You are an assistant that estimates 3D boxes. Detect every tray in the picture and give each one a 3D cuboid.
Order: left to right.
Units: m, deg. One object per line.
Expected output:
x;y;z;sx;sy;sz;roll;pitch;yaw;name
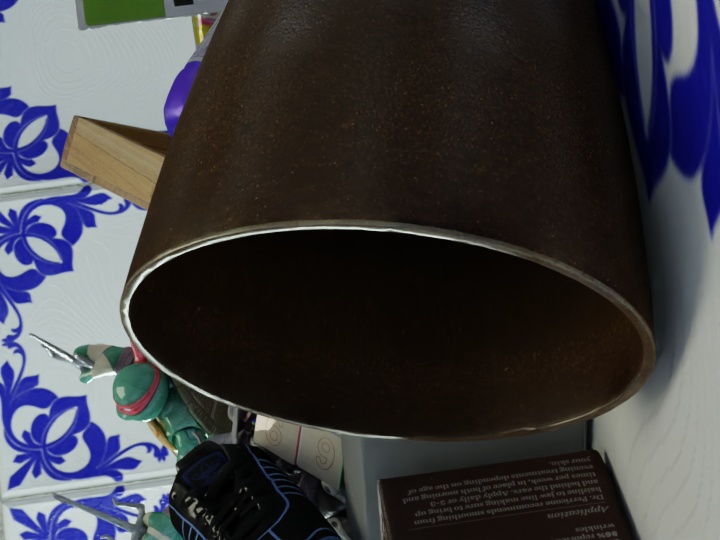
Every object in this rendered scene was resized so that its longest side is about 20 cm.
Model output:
-0.074;-0.050;1.257;0.098;0.199;0.037;26;103;43;tray

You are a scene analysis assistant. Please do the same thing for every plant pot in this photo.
0.018;-0.064;0.756;0.187;0.186;0.201;92;-177;-65;plant pot

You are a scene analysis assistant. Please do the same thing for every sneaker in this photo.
-0.056;0.126;0.991;0.078;0.070;0.200;52;171;-6;sneaker

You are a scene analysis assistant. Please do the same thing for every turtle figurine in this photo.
-0.106;0.101;1.225;0.200;0.100;0.150;36;-148;-46;turtle figurine

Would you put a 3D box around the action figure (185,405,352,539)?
-0.009;0.123;1.100;0.069;0.199;0.130;-55;-30;-36;action figure

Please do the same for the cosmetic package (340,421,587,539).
0.043;0.059;0.922;0.090;0.106;0.201;-105;11;-52;cosmetic package

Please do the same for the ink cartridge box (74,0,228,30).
-0.043;-0.190;0.999;0.076;0.199;0.149;121;142;-83;ink cartridge box

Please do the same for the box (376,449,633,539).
0.069;0.161;0.804;0.200;0.100;0.075;-103;7;-59;box

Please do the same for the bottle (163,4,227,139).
-0.004;-0.119;0.876;0.200;0.065;0.084;-58;-34;-19;bottle

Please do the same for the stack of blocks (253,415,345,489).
0.000;0.000;0.990;0.058;0.115;0.201;27;121;31;stack of blocks

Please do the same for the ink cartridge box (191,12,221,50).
-0.018;-0.139;1.112;0.146;0.146;0.201;137;126;-84;ink cartridge box
